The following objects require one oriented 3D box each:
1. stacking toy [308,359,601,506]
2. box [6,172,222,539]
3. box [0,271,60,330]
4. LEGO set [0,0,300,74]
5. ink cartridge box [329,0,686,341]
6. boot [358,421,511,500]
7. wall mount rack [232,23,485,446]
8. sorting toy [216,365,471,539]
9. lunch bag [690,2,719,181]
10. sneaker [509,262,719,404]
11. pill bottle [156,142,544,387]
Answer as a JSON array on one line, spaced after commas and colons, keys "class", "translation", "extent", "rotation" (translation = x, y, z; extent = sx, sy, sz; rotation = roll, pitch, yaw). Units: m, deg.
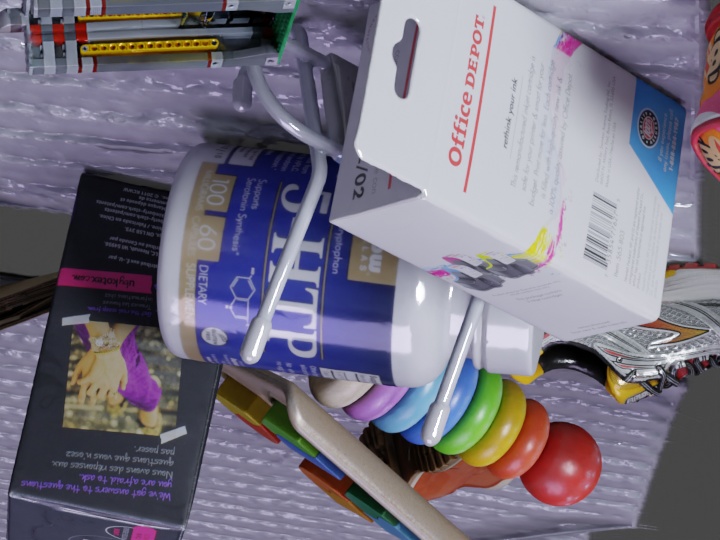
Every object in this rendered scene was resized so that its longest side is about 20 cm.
[{"class": "stacking toy", "translation": [0.068, 0.090, 1.451], "extent": [0.200, 0.086, 0.085], "rotation": [32, 153, -20]}, {"class": "box", "translation": [-0.136, 0.062, 1.364], "extent": [0.106, 0.201, 0.122], "rotation": [12, 160, -4]}, {"class": "box", "translation": [-0.274, 0.036, 1.492], "extent": [0.163, 0.021, 0.200], "rotation": [-22, -174, -43]}, {"class": "LEGO set", "translation": [-0.083, -0.155, 0.837], "extent": [0.115, 0.154, 0.200], "rotation": [-4, 169, -12]}, {"class": "ink cartridge box", "translation": [0.057, -0.058, 1.076], "extent": [0.200, 0.116, 0.068], "rotation": [27, 153, -36]}, {"class": "boot", "translation": [0.076, 0.109, 1.592], "extent": [0.107, 0.075, 0.200], "rotation": [0, 160, -19]}, {"class": "wall mount rack", "translation": [0.005, -0.022, 1.114], "extent": [0.200, 0.174, 0.075], "rotation": [26, 132, -34]}, {"class": "sorting toy", "translation": [-0.025, 0.118, 1.510], "extent": [0.185, 0.037, 0.200], "rotation": [43, 174, -27]}, {"class": "lunch bag", "translation": [0.259, -0.059, 1.020], "extent": [0.176, 0.082, 0.200], "rotation": [-6, 153, 36]}, {"class": "sneaker", "translation": [0.175, 0.043, 1.329], "extent": [0.199, 0.082, 0.078], "rotation": [5, 159, 12]}, {"class": "pill bottle", "translation": [0.000, 0.000, 1.250], "extent": [0.199, 0.120, 0.120], "rotation": [6, 159, 9]}]
